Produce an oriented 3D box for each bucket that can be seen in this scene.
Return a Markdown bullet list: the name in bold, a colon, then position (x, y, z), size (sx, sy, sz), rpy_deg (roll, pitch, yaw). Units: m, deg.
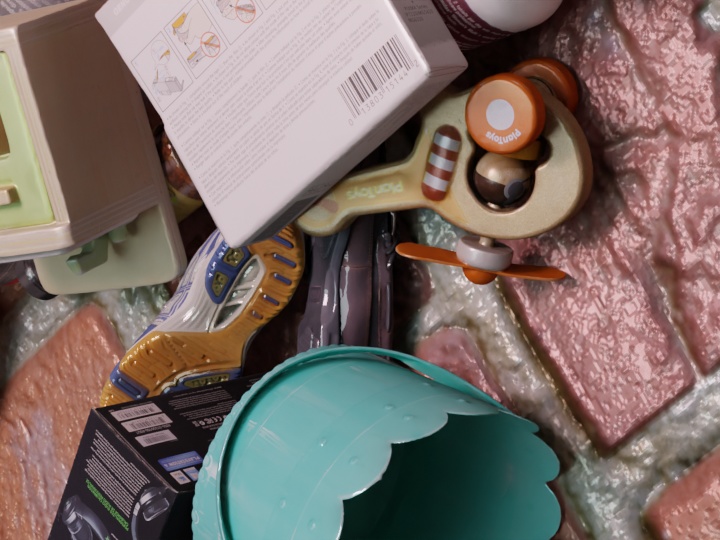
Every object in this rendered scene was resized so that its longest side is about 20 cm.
- **bucket**: position (0.006, 0.149, 1.344), size (0.134, 0.206, 0.209), rpy_deg (27, 110, 42)

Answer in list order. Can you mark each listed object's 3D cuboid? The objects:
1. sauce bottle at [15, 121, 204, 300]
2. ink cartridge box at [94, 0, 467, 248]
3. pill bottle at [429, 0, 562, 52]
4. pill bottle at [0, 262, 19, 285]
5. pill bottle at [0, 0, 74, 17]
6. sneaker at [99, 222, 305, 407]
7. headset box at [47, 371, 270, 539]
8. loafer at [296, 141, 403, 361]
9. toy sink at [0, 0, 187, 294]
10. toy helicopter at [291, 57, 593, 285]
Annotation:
- **sauce bottle**: position (-0.172, -0.038, 1.573), size (0.200, 0.066, 0.066), rpy_deg (-36, 69, 36)
- **ink cartridge box**: position (-0.051, -0.139, 1.333), size (0.200, 0.045, 0.177), rpy_deg (-39, 77, 38)
- **pill bottle**: position (0.056, -0.187, 1.334), size (0.199, 0.109, 0.110), rpy_deg (-16, 82, 40)
- **pill bottle**: position (-0.327, -0.043, 1.619), size (0.115, 0.199, 0.117), rpy_deg (2, 94, 41)
- **pill bottle**: position (-0.205, -0.219, 1.559), size (0.200, 0.113, 0.114), rpy_deg (-50, 61, 31)
- **sneaker**: position (-0.100, 0.034, 1.498), size (0.075, 0.088, 0.200), rpy_deg (37, 109, -14)
- **headset box**: position (-0.113, 0.181, 1.453), size (0.093, 0.173, 0.201), rpy_deg (41, 122, 32)
- **loafer**: position (0.000, 0.000, 1.439), size (0.072, 0.063, 0.202), rpy_deg (-162, 79, -70)
- **toy sink**: position (-0.219, -0.067, 1.483), size (0.130, 0.112, 0.201), rpy_deg (-5, 105, 35)
- **toy helicopter**: position (0.047, -0.047, 1.353), size (0.199, 0.079, 0.133), rpy_deg (-10, 100, 26)
